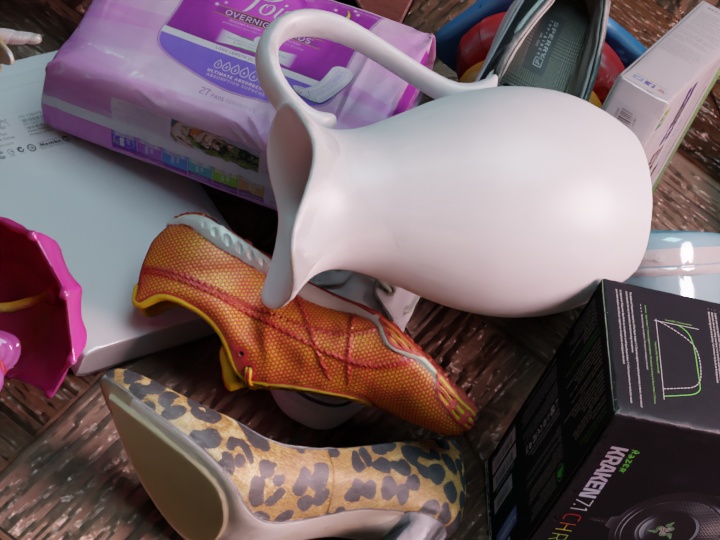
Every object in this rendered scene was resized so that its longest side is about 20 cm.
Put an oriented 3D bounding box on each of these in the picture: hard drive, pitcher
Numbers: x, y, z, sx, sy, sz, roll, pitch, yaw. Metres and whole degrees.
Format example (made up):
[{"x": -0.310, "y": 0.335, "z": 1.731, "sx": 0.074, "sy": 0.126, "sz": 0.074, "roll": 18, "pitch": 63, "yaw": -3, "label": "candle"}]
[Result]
[{"x": -0.152, "y": -0.038, "z": 1.667, "sx": 0.132, "sy": 0.027, "sz": 0.200, "roll": -17, "pitch": 59, "yaw": -35, "label": "hard drive"}, {"x": 0.044, "y": -0.060, "z": 1.565, "sx": 0.199, "sy": 0.121, "sz": 0.172, "roll": 1, "pitch": 67, "yaw": -17, "label": "pitcher"}]

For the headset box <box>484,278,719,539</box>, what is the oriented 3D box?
[{"x": 0.191, "y": 0.108, "z": 1.595, "sx": 0.199, "sy": 0.174, "sz": 0.093, "roll": 12, "pitch": 49, "yaw": -16, "label": "headset box"}]

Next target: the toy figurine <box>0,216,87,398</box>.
[{"x": -0.232, "y": 0.026, "z": 1.519, "sx": 0.183, "sy": 0.150, "sz": 0.201, "roll": 22, "pitch": 67, "yaw": -19, "label": "toy figurine"}]

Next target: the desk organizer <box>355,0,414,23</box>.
[{"x": 0.013, "y": -0.196, "z": 1.786, "sx": 0.072, "sy": 0.077, "sz": 0.200, "roll": 27, "pitch": 15, "yaw": -1, "label": "desk organizer"}]

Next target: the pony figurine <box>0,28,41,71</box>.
[{"x": -0.289, "y": -0.155, "z": 1.629, "sx": 0.192, "sy": 0.167, "sz": 0.200, "roll": -5, "pitch": 32, "yaw": -20, "label": "pony figurine"}]

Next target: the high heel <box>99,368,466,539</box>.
[{"x": -0.037, "y": 0.091, "z": 1.568, "sx": 0.200, "sy": 0.071, "sz": 0.143, "roll": 44, "pitch": 51, "yaw": -7, "label": "high heel"}]

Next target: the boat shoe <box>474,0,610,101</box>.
[{"x": 0.087, "y": -0.087, "z": 1.674, "sx": 0.072, "sy": 0.071, "sz": 0.201, "roll": 21, "pitch": 71, "yaw": -9, "label": "boat shoe"}]

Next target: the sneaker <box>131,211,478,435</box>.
[{"x": -0.030, "y": 0.044, "z": 1.592, "sx": 0.199, "sy": 0.073, "sz": 0.077, "roll": 27, "pitch": 83, "yaw": 11, "label": "sneaker"}]

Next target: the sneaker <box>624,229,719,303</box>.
[{"x": 0.199, "y": 0.044, "z": 1.735, "sx": 0.200, "sy": 0.079, "sz": 0.131, "roll": 5, "pitch": 85, "yaw": -58, "label": "sneaker"}]

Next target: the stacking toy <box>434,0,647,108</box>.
[{"x": 0.091, "y": -0.064, "z": 1.751, "sx": 0.110, "sy": 0.116, "sz": 0.201, "roll": 35, "pitch": 52, "yaw": -22, "label": "stacking toy"}]

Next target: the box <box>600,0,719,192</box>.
[{"x": 0.156, "y": -0.069, "z": 1.715, "sx": 0.036, "sy": 0.145, "sz": 0.200, "roll": 32, "pitch": 25, "yaw": 10, "label": "box"}]

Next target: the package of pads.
[{"x": -0.067, "y": -0.107, "z": 1.669, "sx": 0.199, "sy": 0.076, "sz": 0.121, "roll": 20, "pitch": 56, "yaw": 10, "label": "package of pads"}]

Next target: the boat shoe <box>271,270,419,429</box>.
[{"x": 0.000, "y": 0.000, "z": 1.676, "sx": 0.073, "sy": 0.067, "sz": 0.200, "roll": 24, "pitch": 45, "yaw": -4, "label": "boat shoe"}]
